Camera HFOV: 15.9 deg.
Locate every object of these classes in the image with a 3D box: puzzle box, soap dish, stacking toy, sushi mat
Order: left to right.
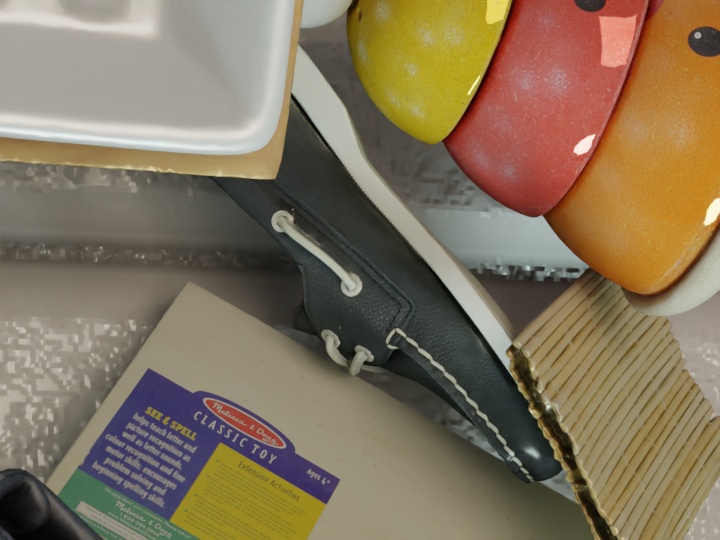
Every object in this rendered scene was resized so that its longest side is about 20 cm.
[{"bbox_3d":[-0.113,-0.115,0.786,0.199,0.081,0.159,4,100,-20],"label":"soap dish"},{"bbox_3d":[0.000,0.093,0.843,0.199,0.026,0.133,30,38,2],"label":"puzzle box"},{"bbox_3d":[0.046,-0.079,0.870,0.199,0.146,0.147,17,72,-12],"label":"stacking toy"},{"bbox_3d":[0.095,0.047,0.898,0.096,0.012,0.200,62,19,-2],"label":"sushi mat"}]

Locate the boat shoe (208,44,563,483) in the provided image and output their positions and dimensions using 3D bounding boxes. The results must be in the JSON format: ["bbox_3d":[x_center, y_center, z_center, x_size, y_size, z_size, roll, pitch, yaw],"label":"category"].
[{"bbox_3d":[0.000,0.000,0.886,0.060,0.076,0.200,-37,72,0],"label":"boat shoe"}]

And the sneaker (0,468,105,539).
[{"bbox_3d":[-0.131,0.092,0.778,0.199,0.074,0.081,15,114,6],"label":"sneaker"}]
